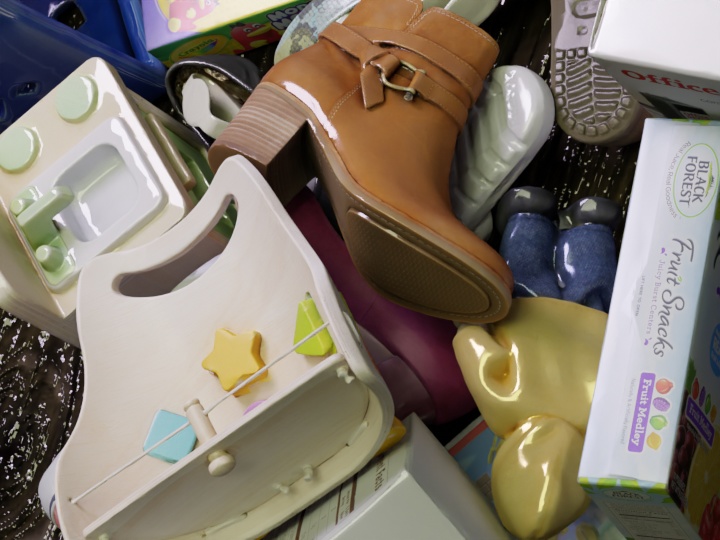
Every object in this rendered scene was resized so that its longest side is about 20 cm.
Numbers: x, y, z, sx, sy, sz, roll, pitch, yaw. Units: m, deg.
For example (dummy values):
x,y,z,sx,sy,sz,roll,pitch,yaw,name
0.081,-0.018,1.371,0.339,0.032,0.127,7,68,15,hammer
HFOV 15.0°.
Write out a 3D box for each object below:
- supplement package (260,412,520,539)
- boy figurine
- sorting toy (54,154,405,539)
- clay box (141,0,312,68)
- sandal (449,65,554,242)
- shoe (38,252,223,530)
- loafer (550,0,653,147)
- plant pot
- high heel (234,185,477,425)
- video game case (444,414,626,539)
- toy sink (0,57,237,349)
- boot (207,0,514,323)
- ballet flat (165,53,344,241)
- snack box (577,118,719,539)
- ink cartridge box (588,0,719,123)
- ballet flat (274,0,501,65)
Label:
x,y,z,sx,sy,sz,roll,pitch,yaw,name
-0.011,0.193,1.460,0.200,0.117,0.117,-39,98,10,supplement package
0.110,0.055,1.489,0.123,0.065,0.201,7,63,-9,boy figurine
-0.078,0.040,1.454,0.200,0.107,0.181,-35,62,22,sorting toy
-0.043,-0.208,1.695,0.199,0.048,0.116,-18,66,22,clay box
0.050,-0.035,1.583,0.203,0.050,0.083,-43,50,32,sandal
-0.095,0.089,1.535,0.200,0.071,0.091,-52,56,13,shoe
0.146,-0.162,1.569,0.076,0.067,0.201,1,75,25,loafer
-0.265,-0.171,1.716,0.179,0.200,0.201,-32,62,21,plant pot
0.000,0.000,1.558,0.096,0.067,0.201,-22,82,-23,high heel
0.126,0.150,1.507,0.143,0.017,0.200,-41,60,10,video game case
-0.146,-0.034,1.603,0.112,0.200,0.131,-39,59,11,toy sink
0.034,-0.067,1.511,0.199,0.077,0.155,28,57,26,boot
-0.061,-0.066,1.624,0.200,0.068,0.068,46,113,44,ballet flat
0.172,0.041,1.433,0.053,0.142,0.201,4,69,22,snack box
0.225,-0.104,1.432,0.146,0.200,0.083,14,80,31,ink cartridge box
0.028,-0.151,1.612,0.199,0.069,0.071,-32,39,23,ballet flat
